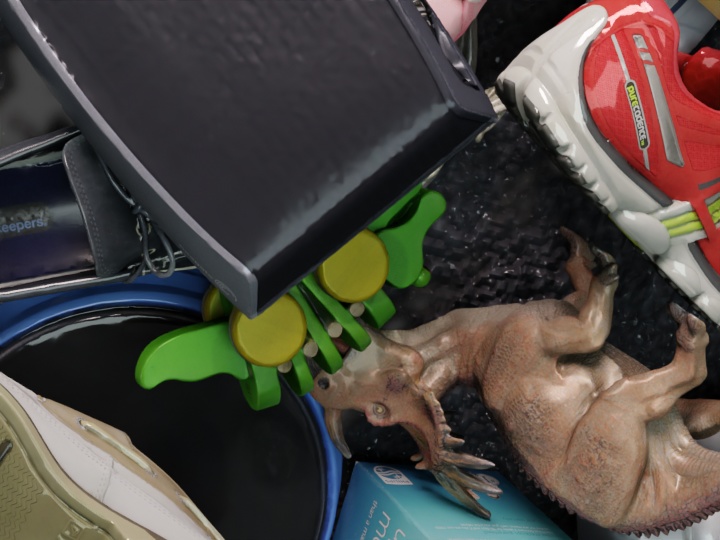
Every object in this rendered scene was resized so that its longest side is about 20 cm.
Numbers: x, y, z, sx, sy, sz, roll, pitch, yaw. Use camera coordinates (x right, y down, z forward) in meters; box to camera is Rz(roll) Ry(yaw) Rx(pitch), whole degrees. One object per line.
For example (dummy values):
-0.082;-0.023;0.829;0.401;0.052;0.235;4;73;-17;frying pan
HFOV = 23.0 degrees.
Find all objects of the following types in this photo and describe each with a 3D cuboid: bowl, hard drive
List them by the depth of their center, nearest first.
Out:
-0.057;-0.098;0.649;0.135;0.042;0.201;-38;85;2;hard drive
-0.103;0.094;0.767;0.198;0.039;0.203;-4;110;-11;bowl

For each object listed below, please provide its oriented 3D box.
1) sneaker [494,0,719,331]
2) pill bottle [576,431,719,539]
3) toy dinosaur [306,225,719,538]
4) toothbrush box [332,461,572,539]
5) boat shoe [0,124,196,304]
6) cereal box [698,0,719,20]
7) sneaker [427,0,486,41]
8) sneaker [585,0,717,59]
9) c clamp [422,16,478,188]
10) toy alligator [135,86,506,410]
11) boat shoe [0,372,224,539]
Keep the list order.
0.136;-0.040;0.690;0.085;0.077;0.200;-43;136;9;sneaker
0.205;0.112;0.805;0.198;0.112;0.113;-4;110;-12;pill bottle
0.086;0.065;0.739;0.136;0.199;0.086;-55;156;4;toy dinosaur
0.055;0.192;0.745;0.085;0.200;0.148;7;109;-32;toothbrush box
-0.094;-0.028;0.697;0.198;0.062;0.075;-14;101;2;boat shoe
0.197;-0.170;0.681;0.143;0.039;0.201;37;71;-14;cereal box
0.053;-0.161;0.663;0.075;0.105;0.201;33;89;-19;sneaker
0.126;-0.142;0.728;0.071;0.073;0.200;42;87;-13;sneaker
-0.030;-0.116;0.717;0.199;0.027;0.172;28;101;-20;c clamp
0.000;0.000;0.718;0.199;0.059;0.054;-37;107;-12;toy alligator
-0.126;0.091;0.702;0.200;0.068;0.075;41;102;-1;boat shoe
